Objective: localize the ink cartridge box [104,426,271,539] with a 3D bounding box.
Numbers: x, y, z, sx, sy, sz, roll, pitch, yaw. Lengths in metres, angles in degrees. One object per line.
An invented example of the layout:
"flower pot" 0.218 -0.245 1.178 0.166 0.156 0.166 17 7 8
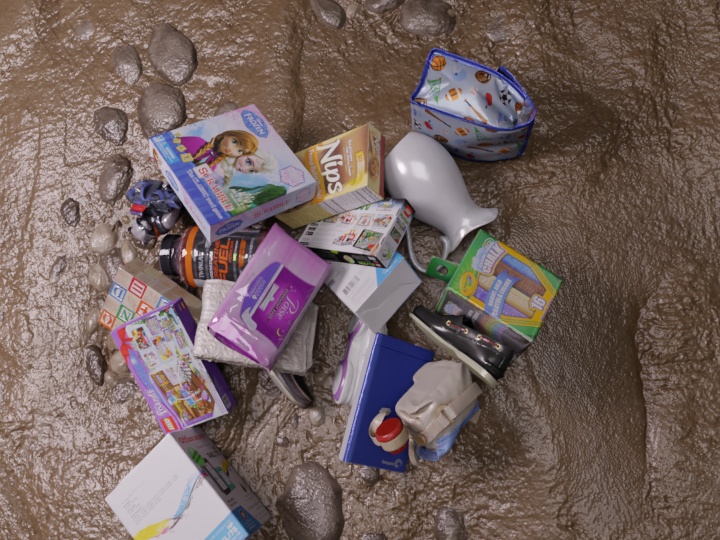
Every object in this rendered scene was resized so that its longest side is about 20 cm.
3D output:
"ink cartridge box" -0.271 0.380 1.058 0.146 0.147 0.200 -43 80 -2

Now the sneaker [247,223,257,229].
"sneaker" -0.191 -0.162 1.150 0.073 0.082 0.203 2 50 31

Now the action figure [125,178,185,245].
"action figure" -0.307 -0.115 1.122 0.193 0.106 0.198 -43 35 -18

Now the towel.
"towel" -0.168 0.093 1.079 0.194 0.035 0.136 9 66 -9

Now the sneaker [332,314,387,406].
"sneaker" 0.020 0.135 1.116 0.097 0.075 0.206 21 80 -15

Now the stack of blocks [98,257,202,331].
"stack of blocks" -0.337 0.086 1.134 0.197 0.059 0.117 33 112 2

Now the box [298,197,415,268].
"box" -0.012 -0.068 1.088 0.197 0.035 0.112 9 63 46

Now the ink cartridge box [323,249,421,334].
"ink cartridge box" 0.000 0.000 1.100 0.116 0.067 0.200 -47 38 -2

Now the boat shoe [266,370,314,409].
"boat shoe" -0.131 0.137 1.119 0.072 0.075 0.203 -34 80 0

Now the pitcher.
"pitcher" 0.109 -0.114 1.116 0.172 0.121 0.200 -44 91 4

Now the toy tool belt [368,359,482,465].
"toy tool belt" 0.116 0.242 1.033 0.199 0.123 0.125 -40 110 -33

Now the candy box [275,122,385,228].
"candy box" -0.052 -0.156 1.111 0.196 0.055 0.119 -15 62 34

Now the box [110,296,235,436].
"box" -0.310 0.162 1.098 0.134 0.039 0.204 -21 102 18

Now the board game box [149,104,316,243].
"board game box" -0.202 -0.162 1.052 0.197 0.042 0.201 -27 65 -30

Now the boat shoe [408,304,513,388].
"boat shoe" 0.152 0.103 1.021 0.064 0.074 0.200 -51 43 -5

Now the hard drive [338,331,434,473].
"hard drive" 0.045 0.215 1.072 0.130 0.025 0.206 21 81 -35

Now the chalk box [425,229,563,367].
"chalk box" 0.198 0.034 1.060 0.197 0.125 0.125 33 67 9

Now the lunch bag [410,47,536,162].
"lunch bag" 0.191 -0.262 1.100 0.195 0.170 0.127 23 84 11

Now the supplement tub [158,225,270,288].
"supplement tub" -0.243 -0.021 1.140 0.193 0.107 0.111 2 81 7

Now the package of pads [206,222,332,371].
"package of pads" -0.140 0.042 1.035 0.119 0.076 0.203 33 72 -6
